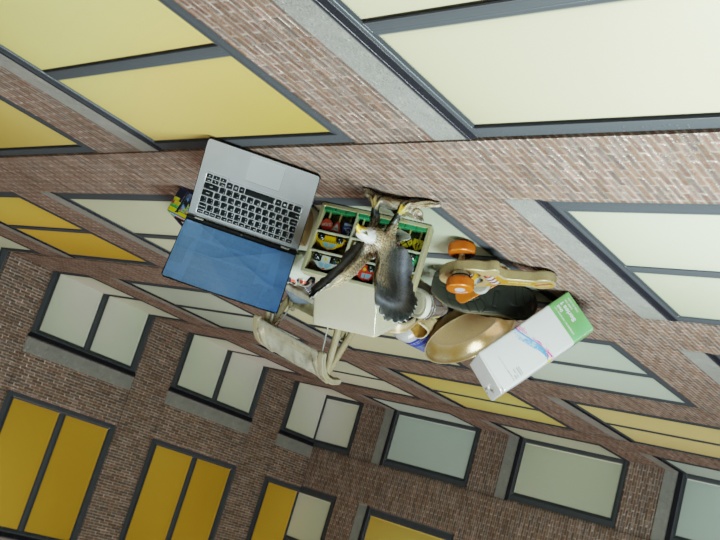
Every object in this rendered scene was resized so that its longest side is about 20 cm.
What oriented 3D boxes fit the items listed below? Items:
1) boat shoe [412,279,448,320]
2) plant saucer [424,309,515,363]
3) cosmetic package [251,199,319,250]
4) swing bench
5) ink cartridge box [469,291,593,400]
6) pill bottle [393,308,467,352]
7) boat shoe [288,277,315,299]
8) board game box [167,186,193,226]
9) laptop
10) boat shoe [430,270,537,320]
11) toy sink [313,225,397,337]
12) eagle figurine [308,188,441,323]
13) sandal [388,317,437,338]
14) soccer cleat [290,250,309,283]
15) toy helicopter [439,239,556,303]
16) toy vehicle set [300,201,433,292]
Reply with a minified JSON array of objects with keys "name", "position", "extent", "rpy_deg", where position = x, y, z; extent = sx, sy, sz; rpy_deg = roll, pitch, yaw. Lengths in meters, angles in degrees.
[{"name":"boat shoe","position":[0.096,0.043,1.844],"extent":[0.059,0.073,0.199],"rpy_deg":[8,-168,-31]},{"name":"plant saucer","position":[0.216,0.119,1.931],"extent":[0.197,0.036,0.201],"rpy_deg":[-15,148,-10]},{"name":"cosmetic package","position":[-0.156,-0.106,1.622],"extent":[0.104,0.072,0.200],"rpy_deg":[9,164,30]},{"name":"swing bench","position":[-0.109,0.108,2.018],"extent":[0.197,0.203,0.129],"rpy_deg":[25,-179,29]},{"name":"ink cartridge box","position":[0.303,0.139,1.716],"extent":[0.085,0.198,0.145],"rpy_deg":[56,172,12]},{"name":"pill bottle","position":[0.134,0.110,2.012],"extent":[0.198,0.114,0.111],"rpy_deg":[27,164,-35]},{"name":"boat shoe","position":[-0.120,0.006,1.811],"extent":[0.074,0.093,0.202],"rpy_deg":[-3,130,35]},{"name":"board game box","position":[-0.259,-0.072,1.858],"extent":[0.198,0.057,0.166],"rpy_deg":[27,170,12]},{"name":"laptop","position":[-0.180,-0.071,1.458],"extent":[0.184,0.203,0.116],"rpy_deg":[18,-165,-4]},{"name":"boat shoe","position":[0.225,0.053,1.759],"extent":[0.197,0.077,0.074],"rpy_deg":[17,170,9]},{"name":"toy sink","position":[0.000,0.000,1.707],"extent":[0.128,0.204,0.112],"rpy_deg":[9,-166,26]},{"name":"eagle figurine","position":[0.018,-0.022,1.453],"extent":[0.149,0.203,0.151],"rpy_deg":[24,165,-27]},{"name":"sandal","position":[0.107,0.104,1.885],"extent":[0.077,0.071,0.211],"rpy_deg":[15,-158,29]},{"name":"soccer cleat","position":[-0.093,-0.024,1.726],"extent":[0.068,0.079,0.199],"rpy_deg":[16,-168,28]},{"name":"toy helicopter","position":[0.230,0.015,1.611],"extent":[0.196,0.080,0.133],"rpy_deg":[5,159,1]},{"name":"toy vehicle set","position":[0.011,-0.033,1.583],"extent":[0.197,0.126,0.027],"rpy_deg":[13,166,18]}]
